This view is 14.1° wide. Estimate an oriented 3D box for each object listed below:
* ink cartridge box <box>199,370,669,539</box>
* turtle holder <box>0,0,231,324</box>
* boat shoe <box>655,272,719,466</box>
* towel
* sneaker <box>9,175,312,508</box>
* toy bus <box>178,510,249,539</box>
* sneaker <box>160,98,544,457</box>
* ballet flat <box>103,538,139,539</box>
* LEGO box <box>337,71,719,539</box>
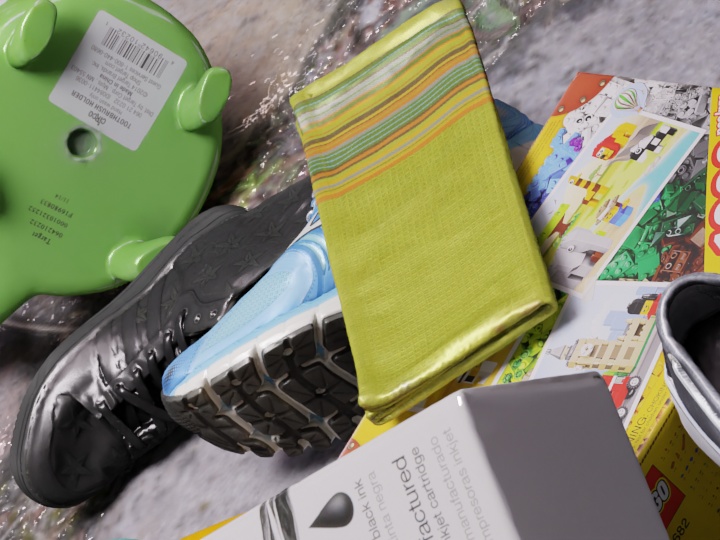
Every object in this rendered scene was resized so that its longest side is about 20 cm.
[{"bbox_3d":[0.014,0.141,0.984,0.200,0.084,0.146,-33,72,36],"label":"ink cartridge box"},{"bbox_3d":[-0.144,-0.049,1.412,0.132,0.141,0.186,-152,62,-70],"label":"turtle holder"},{"bbox_3d":[0.172,0.067,0.931,0.072,0.068,0.200,-44,59,-5],"label":"boat shoe"},{"bbox_3d":[0.021,-0.029,1.140,0.086,0.018,0.200,-35,36,17],"label":"towel"},{"bbox_3d":[-0.069,0.031,1.291,0.200,0.060,0.104,-50,29,-11],"label":"sneaker"},{"bbox_3d":[-0.057,0.186,1.104,0.065,0.078,0.200,-24,40,29],"label":"toy bus"},{"bbox_3d":[0.000,0.000,1.227,0.200,0.078,0.090,-36,47,1],"label":"sneaker"},{"bbox_3d":[-0.158,0.159,1.261,0.200,0.071,0.071,-12,47,40],"label":"ballet flat"},{"bbox_3d":[0.101,0.032,1.091,0.149,0.077,0.200,11,64,51],"label":"LEGO box"}]
